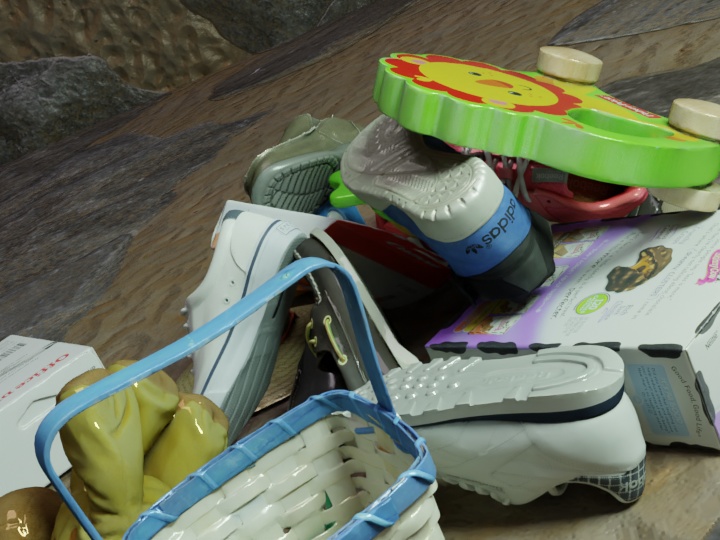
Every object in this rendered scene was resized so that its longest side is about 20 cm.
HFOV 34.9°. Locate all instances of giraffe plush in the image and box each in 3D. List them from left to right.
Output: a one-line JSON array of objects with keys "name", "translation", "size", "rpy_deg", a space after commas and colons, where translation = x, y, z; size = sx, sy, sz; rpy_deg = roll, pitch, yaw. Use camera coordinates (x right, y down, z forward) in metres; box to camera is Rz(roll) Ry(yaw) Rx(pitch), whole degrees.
[{"name": "giraffe plush", "translation": [-0.168, 0.175, 0.711], "size": [0.162, 0.172, 0.201], "rpy_deg": [-29, 52, 19]}]

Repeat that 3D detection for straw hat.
[{"name": "straw hat", "translation": [-0.105, 0.046, 1.015], "size": [0.200, 0.086, 0.201], "rpy_deg": [-23, 20, 9]}]

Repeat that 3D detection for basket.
[{"name": "basket", "translation": [-0.050, 0.116, 0.583], "size": [0.176, 0.201, 0.139], "rpy_deg": [-29, 27, -21]}]

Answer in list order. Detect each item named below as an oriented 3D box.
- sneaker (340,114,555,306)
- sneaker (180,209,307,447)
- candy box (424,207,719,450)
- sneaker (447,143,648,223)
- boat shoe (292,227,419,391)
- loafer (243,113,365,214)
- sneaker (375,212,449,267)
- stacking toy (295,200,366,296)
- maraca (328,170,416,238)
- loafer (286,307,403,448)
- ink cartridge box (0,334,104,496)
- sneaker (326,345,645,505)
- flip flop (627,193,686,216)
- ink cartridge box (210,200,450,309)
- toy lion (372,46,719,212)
[{"name": "sneaker", "translation": [0.061, -0.039, 0.777], "size": [0.077, 0.111, 0.200], "rpy_deg": [-46, 28, -3]}, {"name": "sneaker", "translation": [-0.103, 0.050, 0.877], "size": [0.070, 0.201, 0.073], "rpy_deg": [24, 6, 22]}, {"name": "candy box", "translation": [0.170, 0.031, 0.734], "size": [0.199, 0.072, 0.168], "rpy_deg": [-3, 29, 48]}, {"name": "sneaker", "translation": [0.119, -0.073, 0.848], "size": [0.198, 0.074, 0.087], "rpy_deg": [4, -2, -8]}, {"name": "boat shoe", "translation": [-0.004, 0.052, 0.788], "size": [0.060, 0.072, 0.202], "rpy_deg": [-34, 54, -2]}, {"name": "loafer", "translation": [-0.051, -0.098, 1.050], "size": [0.200, 0.069, 0.076], "rpy_deg": [-26, -33, -59]}, {"name": "sneaker", "translation": [0.048, -0.057, 1.095], "size": [0.077, 0.085, 0.200], "rpy_deg": [-22, 20, 4]}, {"name": "stacking toy", "translation": [-0.091, -0.008, 1.151], "size": [0.199, 0.110, 0.116], "rpy_deg": [-29, 6, 36]}, {"name": "maraca", "translation": [0.062, -0.080, 0.970], "size": [0.199, 0.108, 0.137], "rpy_deg": [10, 38, 40]}, {"name": "loafer", "translation": [-0.024, 0.077, 0.854], "size": [0.072, 0.073, 0.200], "rpy_deg": [-18, 21, 19]}, {"name": "ink cartridge box", "translation": [-0.324, 0.136, 1.054], "size": [0.144, 0.085, 0.199], "rpy_deg": [-38, 22, -30]}, {"name": "sneaker", "translation": [0.066, 0.097, 0.663], "size": [0.199, 0.081, 0.076], "rpy_deg": [-6, 23, 38]}, {"name": "flip flop", "translation": [0.227, -0.073, 0.947], "size": [0.081, 0.057, 0.200], "rpy_deg": [-55, 28, 7]}, {"name": "ink cartridge box", "translation": [0.000, 0.000, 0.940], "size": [0.199, 0.162, 0.050], "rpy_deg": [16, 84, 43]}, {"name": "toy lion", "translation": [0.114, -0.099, 0.740], "size": [0.191, 0.069, 0.200], "rpy_deg": [-5, 27, -38]}]
